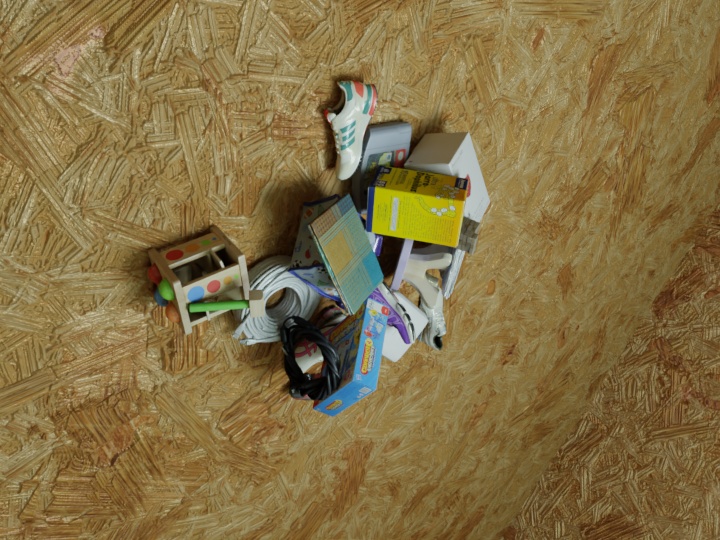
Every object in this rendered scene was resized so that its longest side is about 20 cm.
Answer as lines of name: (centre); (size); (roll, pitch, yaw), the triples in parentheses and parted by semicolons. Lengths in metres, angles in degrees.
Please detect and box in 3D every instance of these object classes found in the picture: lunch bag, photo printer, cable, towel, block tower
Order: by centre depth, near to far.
towel: (-0.025, -0.033, 1.200); (0.147, 0.022, 0.201); (-45, 118, -46)
cable: (-0.110, 0.193, 1.270); (0.050, 0.199, 0.165); (-5, 110, -41)
lunch bag: (-0.047, -0.035, 1.291); (0.200, 0.123, 0.172); (34, 59, -47)
cable: (-0.182, 0.065, 1.324); (0.199, 0.069, 0.201); (8, 112, -46)
block tower: (0.174, -0.104, 1.373); (0.058, 0.198, 0.054); (-55, 158, -33)
towel: (0.224, -0.032, 1.487); (0.024, 0.200, 0.148); (15, 110, 0)
photo printer: (0.079, 0.143, 1.615); (0.167, 0.069, 0.200); (-51, 139, 0)

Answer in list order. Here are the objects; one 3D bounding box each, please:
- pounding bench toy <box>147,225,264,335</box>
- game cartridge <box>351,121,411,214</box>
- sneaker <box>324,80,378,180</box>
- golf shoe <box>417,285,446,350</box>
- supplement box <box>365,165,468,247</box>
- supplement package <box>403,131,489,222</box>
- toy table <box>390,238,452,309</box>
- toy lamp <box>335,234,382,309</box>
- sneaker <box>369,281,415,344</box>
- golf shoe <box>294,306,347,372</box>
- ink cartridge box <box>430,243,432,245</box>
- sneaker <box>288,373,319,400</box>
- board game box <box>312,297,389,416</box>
pounding bench toy: (-0.284, 0.037, 1.111); (0.155, 0.200, 0.125); (-24, 133, -28)
game cartridge: (0.043, -0.224, 1.342); (0.132, 0.041, 0.202); (-15, 128, -29)
sneaker: (-0.037, -0.283, 1.214); (0.093, 0.070, 0.201); (7, 117, -25)
golf shoe: (0.217, 0.135, 1.715); (0.078, 0.097, 0.202); (-20, 129, -28)
supplement box: (0.120, -0.138, 1.282); (0.109, 0.198, 0.110); (-68, 165, -54)
supplement package: (0.202, -0.198, 1.390); (0.122, 0.119, 0.201); (-56, 136, -32)
toy table: (0.145, -0.007, 1.469); (0.200, 0.116, 0.186); (102, 4, -76)
toy lamp: (0.000, 0.000, 1.449); (0.058, 0.058, 0.202); (3, 116, -43)
sneaker: (0.065, 0.104, 1.506); (0.083, 0.201, 0.081); (-38, 172, 8)
golf shoe: (-0.098, 0.186, 1.469); (0.200, 0.092, 0.073); (-50, 148, 2)
ink cartridge box: (0.168, -0.126, 1.519); (0.199, 0.044, 0.094); (27, 98, -48)
sneaker: (-0.101, 0.314, 1.576); (0.199, 0.071, 0.099); (-7, 121, -40)
board game box: (-0.021, 0.189, 1.310); (0.055, 0.197, 0.200); (24, 143, -17)
